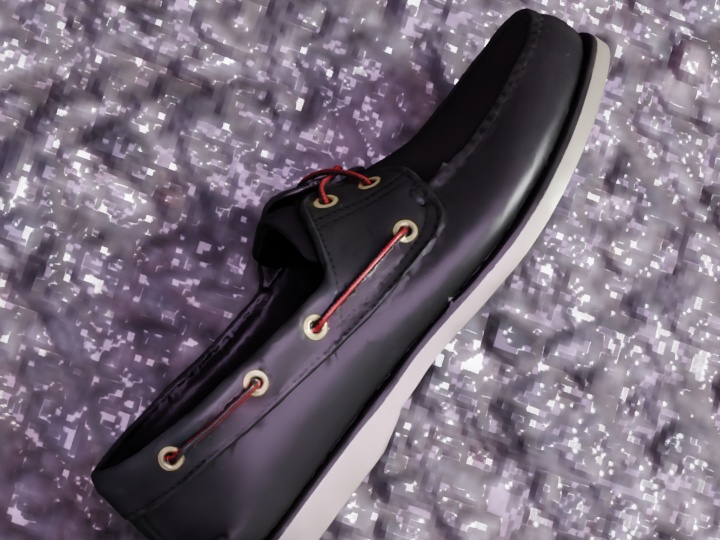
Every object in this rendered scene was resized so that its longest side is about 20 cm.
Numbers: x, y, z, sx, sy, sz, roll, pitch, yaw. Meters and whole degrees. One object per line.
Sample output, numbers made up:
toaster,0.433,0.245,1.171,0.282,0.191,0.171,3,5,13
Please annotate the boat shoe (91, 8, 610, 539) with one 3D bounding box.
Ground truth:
boat shoe,0.001,0.000,0.829,0.063,0.074,0.202,39,76,-12
